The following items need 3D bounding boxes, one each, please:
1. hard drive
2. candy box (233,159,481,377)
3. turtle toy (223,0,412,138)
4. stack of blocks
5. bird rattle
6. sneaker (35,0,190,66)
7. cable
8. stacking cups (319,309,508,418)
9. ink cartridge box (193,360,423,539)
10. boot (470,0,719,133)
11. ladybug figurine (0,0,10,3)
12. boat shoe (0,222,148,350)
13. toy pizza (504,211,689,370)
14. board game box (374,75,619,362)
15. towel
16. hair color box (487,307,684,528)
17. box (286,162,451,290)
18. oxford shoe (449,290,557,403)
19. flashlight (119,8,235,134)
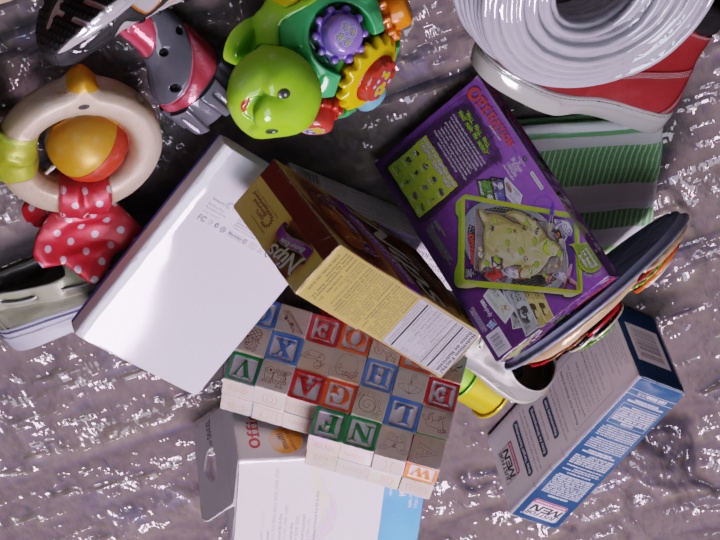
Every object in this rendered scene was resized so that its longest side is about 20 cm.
[{"bbox_3d":[-0.124,-0.002,1.515,0.131,0.025,0.200,30,108,-35],"label":"hard drive"},{"bbox_3d":[0.000,0.000,1.479,0.056,0.117,0.200,-46,139,10],"label":"candy box"},{"bbox_3d":[-0.035,-0.159,1.380,0.200,0.101,0.146,-31,151,-45],"label":"turtle toy"},{"bbox_3d":[-0.018,0.109,1.608,0.198,0.116,0.059,16,148,2],"label":"stack of blocks"},{"bbox_3d":[-0.226,-0.080,1.447,0.162,0.113,0.200,-33,130,20],"label":"bird rattle"},{"bbox_3d":[-0.145,-0.209,1.334,0.200,0.074,0.080,-43,137,-11],"label":"sneaker"},{"bbox_3d":[0.166,-0.219,1.346,0.199,0.069,0.200,-33,138,6],"label":"cable"},{"bbox_3d":[0.047,0.069,1.677,0.199,0.061,0.061,28,121,-27],"label":"stacking cups"},{"bbox_3d":[-0.049,0.166,1.693,0.198,0.129,0.126,-2,132,-11],"label":"ink cartridge box"},{"bbox_3d":[0.192,-0.192,1.462,0.198,0.073,0.145,7,130,-31],"label":"boot"},{"bbox_3d":[-0.258,-0.254,1.283,0.199,0.072,0.136,-30,96,14],"label":"ladybug figurine"},{"bbox_3d":[-0.227,0.004,1.553,0.199,0.072,0.062,-26,126,13],"label":"boat shoe"},{"bbox_3d":[0.202,0.023,1.560,0.200,0.200,0.032,-40,92,22],"label":"toy pizza"},{"bbox_3d":[0.108,-0.042,1.504,0.120,0.201,0.032,-40,160,26],"label":"board game box"},{"bbox_3d":[0.185,-0.053,1.618,0.151,0.023,0.201,-6,132,-7],"label":"towel"},{"bbox_3d":[0.207,0.137,1.739,0.060,0.100,0.200,21,125,-29],"label":"hair color box"},{"bbox_3d":[0.015,-0.034,1.587,0.199,0.042,0.039,21,124,-28],"label":"box"},{"bbox_3d":[0.097,0.053,1.644,0.199,0.076,0.058,32,154,-22],"label":"oxford shoe"},{"bbox_3d":[-0.175,-0.183,1.398,0.068,0.068,0.200,-34,130,22],"label":"flashlight"}]
